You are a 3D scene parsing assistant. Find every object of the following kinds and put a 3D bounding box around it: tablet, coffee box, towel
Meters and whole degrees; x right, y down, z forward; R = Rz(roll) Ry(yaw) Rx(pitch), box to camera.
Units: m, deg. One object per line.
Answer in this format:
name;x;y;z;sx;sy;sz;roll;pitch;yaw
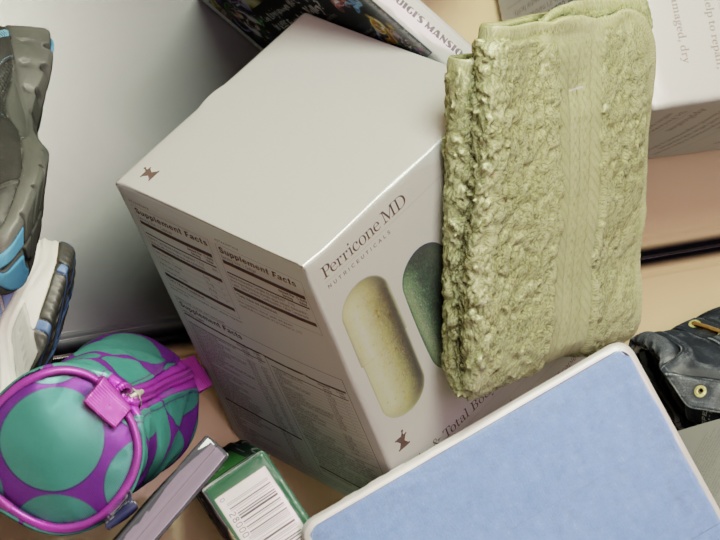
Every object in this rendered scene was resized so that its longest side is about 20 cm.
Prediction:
tablet;0.083;0.139;1.402;0.199;0.014;0.131;-30;93;-7
coffee box;-0.021;0.186;1.456;0.044;0.123;0.200;-34;95;-7
towel;0.098;-0.039;1.386;0.148;0.036;0.201;-17;118;-43

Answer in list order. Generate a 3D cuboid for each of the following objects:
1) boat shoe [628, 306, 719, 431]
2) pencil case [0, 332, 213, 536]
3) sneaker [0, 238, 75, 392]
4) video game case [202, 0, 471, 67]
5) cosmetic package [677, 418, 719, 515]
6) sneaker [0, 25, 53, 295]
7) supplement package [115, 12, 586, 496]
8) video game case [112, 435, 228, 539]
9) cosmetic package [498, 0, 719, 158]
boat shoe;0.234;0.087;1.557;0.091;0.200;0.071;-16;121;-18
pencil case;-0.135;0.081;1.389;0.092;0.200;0.085;-32;91;6
sneaker;-0.215;0.072;1.440;0.077;0.076;0.201;17;70;0
video game case;0.007;-0.117;1.487;0.182;0.200;0.023;40;76;-10
cosmetic package;0.214;0.141;1.517;0.101;0.200;0.071;35;69;-12
sneaker;-0.207;-0.060;1.431;0.082;0.073;0.200;7;37;-12
supplement package;0.000;0.000;1.441;0.152;0.150;0.200;-43;134;-23
video game case;-0.131;0.156;1.371;0.019;0.200;0.143;41;74;-1
cosmetic package;0.204;-0.164;1.592;0.199;0.167;0.167;-8;82;-24
